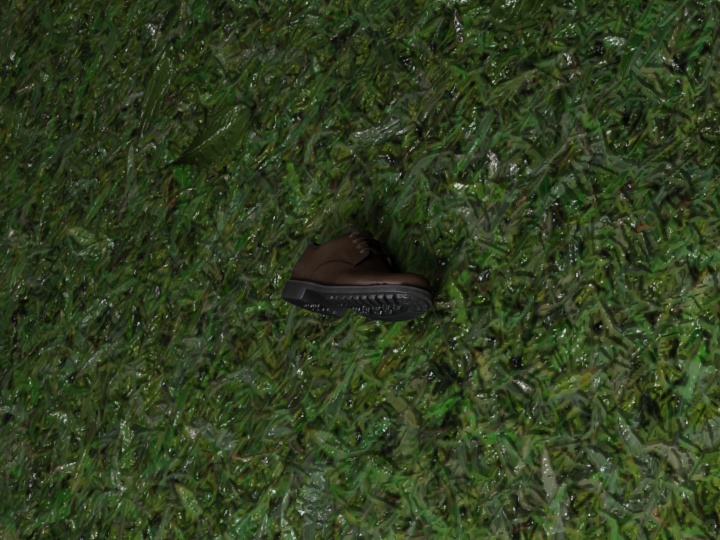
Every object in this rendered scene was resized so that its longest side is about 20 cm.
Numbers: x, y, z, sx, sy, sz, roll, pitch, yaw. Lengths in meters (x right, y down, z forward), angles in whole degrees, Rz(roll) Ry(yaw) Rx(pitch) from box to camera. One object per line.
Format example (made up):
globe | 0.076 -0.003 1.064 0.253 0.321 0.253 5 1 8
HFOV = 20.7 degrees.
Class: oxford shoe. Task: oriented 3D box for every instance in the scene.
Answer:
oxford shoe | 0.000 0.000 1.866 0.199 0.072 0.085 8 75 50
